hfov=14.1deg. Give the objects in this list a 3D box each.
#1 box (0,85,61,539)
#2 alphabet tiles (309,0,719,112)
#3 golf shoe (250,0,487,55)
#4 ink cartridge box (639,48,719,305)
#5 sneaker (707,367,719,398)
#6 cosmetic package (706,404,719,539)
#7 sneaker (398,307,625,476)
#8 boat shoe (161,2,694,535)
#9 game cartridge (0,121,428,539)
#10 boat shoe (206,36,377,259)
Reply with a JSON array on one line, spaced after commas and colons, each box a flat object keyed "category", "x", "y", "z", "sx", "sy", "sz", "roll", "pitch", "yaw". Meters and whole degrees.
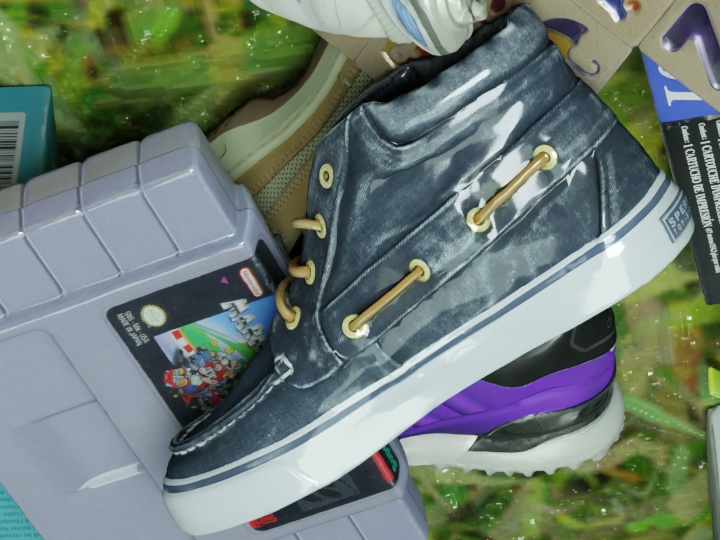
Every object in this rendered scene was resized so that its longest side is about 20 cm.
[{"category": "box", "x": -0.127, "y": 0.036, "z": 1.053, "sx": 0.049, "sy": 0.083, "sz": 0.201, "roll": -2, "pitch": 134, "yaw": 2}, {"category": "alphabet tiles", "x": 0.060, "y": -0.119, "z": 0.857, "sx": 0.167, "sy": 0.008, "sz": 0.200, "roll": 37, "pitch": 128, "yaw": -1}, {"category": "golf shoe", "x": -0.025, "y": -0.152, "z": 0.826, "sx": 0.097, "sy": 0.078, "sz": 0.201, "roll": 1, "pitch": 121, "yaw": 33}, {"category": "ink cartridge box", "x": 0.142, "y": -0.066, "z": 0.951, "sx": 0.093, "sy": 0.044, "sz": 0.200, "roll": -9, "pitch": 144, "yaw": 10}, {"category": "sneaker", "x": 0.225, "y": 0.020, "z": 1.058, "sx": 0.199, "sy": 0.072, "sz": 0.083, "roll": -4, "pitch": 159, "yaw": 5}, {"category": "cosmetic package", "x": 0.234, "y": 0.103, "z": 1.098, "sx": 0.199, "sy": 0.102, "sz": 0.074, "roll": -5, "pitch": 135, "yaw": 4}, {"category": "sneaker", "x": -0.004, "y": 0.027, "z": 1.053, "sx": 0.199, "sy": 0.070, "sz": 0.100, "roll": -8, "pitch": 134, "yaw": -4}, {"category": "boat shoe", "x": 0.000, "y": 0.000, "z": 0.907, "sx": 0.200, "sy": 0.071, "sz": 0.091, "roll": -33, "pitch": 99, "yaw": 22}, {"category": "game cartridge", "x": -0.068, "y": 0.044, "z": 0.987, "sx": 0.129, "sy": 0.039, "sz": 0.200, "roll": -16, "pitch": 133, "yaw": 16}, {"category": "boat shoe", "x": 0.017, "y": -0.044, "z": 0.965, "sx": 0.071, "sy": 0.077, "sz": 0.200, "roll": 4, "pitch": 146, "yaw": -39}]
